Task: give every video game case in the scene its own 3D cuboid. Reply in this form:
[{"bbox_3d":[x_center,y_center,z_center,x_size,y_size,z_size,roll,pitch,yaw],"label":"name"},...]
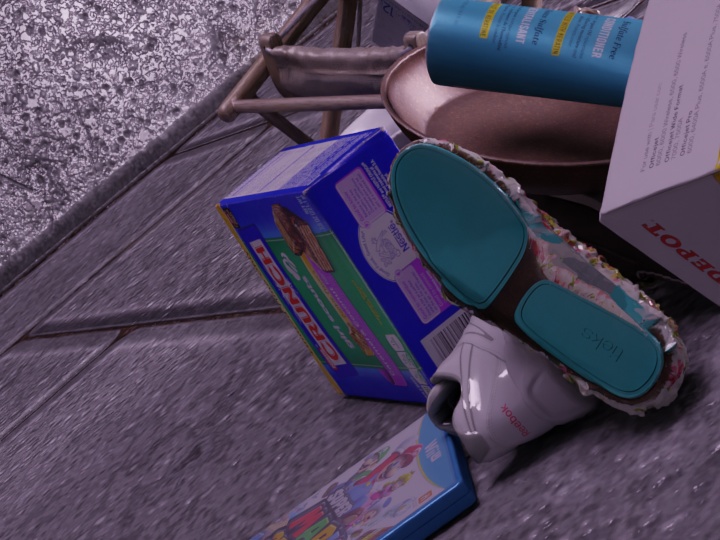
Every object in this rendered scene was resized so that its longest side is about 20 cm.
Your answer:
[{"bbox_3d":[-0.023,0.162,1.136,0.199,0.018,0.143,-36,12,6],"label":"video game case"}]

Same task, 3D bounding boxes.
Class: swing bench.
[{"bbox_3d":[0.034,-0.168,1.387,0.198,0.130,0.201,3,66,45],"label":"swing bench"}]

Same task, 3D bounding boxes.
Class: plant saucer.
[{"bbox_3d":[0.111,-0.092,1.137,0.198,0.037,0.201,-1,30,1],"label":"plant saucer"}]

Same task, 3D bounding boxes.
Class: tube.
[{"bbox_3d":[0.137,-0.118,1.091,0.198,0.051,0.078,9,52,19],"label":"tube"}]

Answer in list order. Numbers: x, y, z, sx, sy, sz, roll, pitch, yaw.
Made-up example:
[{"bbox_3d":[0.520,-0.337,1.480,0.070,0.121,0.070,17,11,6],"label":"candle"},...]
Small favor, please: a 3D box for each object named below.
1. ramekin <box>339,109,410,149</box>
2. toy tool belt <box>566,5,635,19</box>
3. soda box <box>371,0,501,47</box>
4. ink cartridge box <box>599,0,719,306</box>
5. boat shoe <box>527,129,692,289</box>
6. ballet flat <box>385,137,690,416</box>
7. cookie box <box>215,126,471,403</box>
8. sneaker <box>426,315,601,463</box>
[{"bbox_3d":[0.071,-0.111,1.670,0.200,0.098,0.201,-35,13,10],"label":"ramekin"},{"bbox_3d":[0.174,-0.090,1.249,0.122,0.125,0.201,-19,41,9],"label":"toy tool belt"},{"bbox_3d":[0.104,-0.165,1.537,0.063,0.200,0.068,-43,-19,-27],"label":"soda box"},{"bbox_3d":[0.235,-0.071,0.877,0.199,0.147,0.146,-20,44,49],"label":"ink cartridge box"},{"bbox_3d":[0.153,-0.025,1.121,0.199,0.060,0.072,24,43,37],"label":"boat shoe"},{"bbox_3d":[0.094,0.006,1.036,0.076,0.200,0.064,-51,-20,14],"label":"ballet flat"},{"bbox_3d":[0.000,0.000,1.305,0.075,0.172,0.200,-37,11,-17],"label":"cookie box"},{"bbox_3d":[0.078,0.049,1.138,0.099,0.078,0.200,-37,11,13],"label":"sneaker"}]
